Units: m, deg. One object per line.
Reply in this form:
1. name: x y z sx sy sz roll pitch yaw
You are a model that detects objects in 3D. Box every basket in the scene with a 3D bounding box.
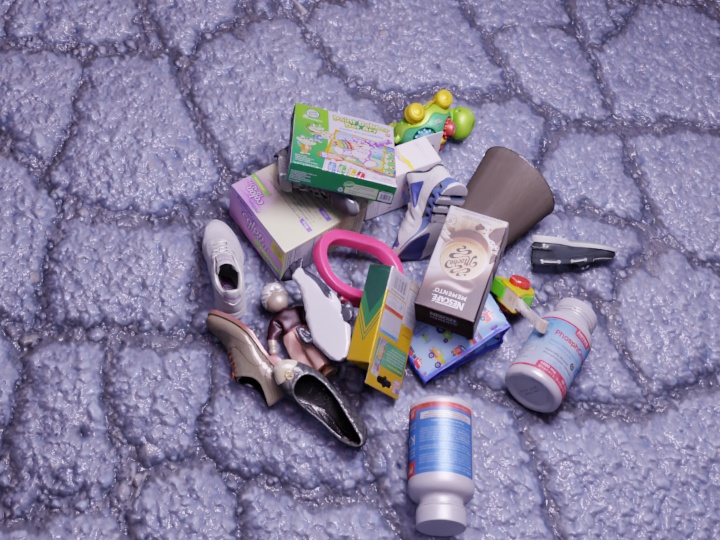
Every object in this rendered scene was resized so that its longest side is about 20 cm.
1. basket: 0.256 -0.114 1.724 0.180 0.136 0.200 45 63 1

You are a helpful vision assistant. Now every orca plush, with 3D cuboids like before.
1. orca plush: -0.071 0.081 1.544 0.105 0.071 0.200 -43 68 -7

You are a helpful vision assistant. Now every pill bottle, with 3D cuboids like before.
1. pill bottle: 0.131 0.318 1.438 0.109 0.113 0.204 8 56 -6
2. pill bottle: 0.349 0.147 1.590 0.108 0.109 0.201 33 58 11

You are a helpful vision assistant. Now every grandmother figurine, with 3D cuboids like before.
1. grandmother figurine: -0.113 0.107 1.557 0.120 0.061 0.202 -22 67 -32

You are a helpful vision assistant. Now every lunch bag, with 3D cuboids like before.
1. lunch bag: 0.146 0.101 1.601 0.197 0.095 0.152 -27 68 -14

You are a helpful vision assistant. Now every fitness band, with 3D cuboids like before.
1. fitness band: 0.000 0.000 1.613 0.197 0.037 0.146 14 51 -34

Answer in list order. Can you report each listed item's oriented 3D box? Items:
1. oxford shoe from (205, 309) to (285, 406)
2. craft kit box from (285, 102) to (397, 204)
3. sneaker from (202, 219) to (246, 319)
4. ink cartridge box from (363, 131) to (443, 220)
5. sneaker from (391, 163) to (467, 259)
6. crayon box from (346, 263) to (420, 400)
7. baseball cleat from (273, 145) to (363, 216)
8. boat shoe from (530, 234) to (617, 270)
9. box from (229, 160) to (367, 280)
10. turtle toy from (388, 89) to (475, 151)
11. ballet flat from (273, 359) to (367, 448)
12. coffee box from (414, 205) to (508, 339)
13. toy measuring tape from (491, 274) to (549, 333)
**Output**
1. oxford shoe: -0.201 0.147 1.507 0.199 0.071 0.075 39 64 15
2. craft kit box: -0.033 -0.214 1.602 0.195 0.049 0.200 12 37 -11
3. sneaker: -0.238 -0.017 1.584 0.073 0.100 0.203 -10 59 -14
4. ink cartridge box: 0.086 -0.187 1.738 0.197 0.118 0.068 -22 63 -18
5. sneaker: 0.121 -0.123 1.673 0.079 0.201 0.116 6 43 -34
6. crayon box: 0.040 0.107 1.521 0.051 0.125 0.204 4 72 32
7. baseball cleat: -0.087 -0.153 1.611 0.105 0.070 0.200 -30 58 -20
8. boat shoe: 0.418 -0.031 1.746 0.195 0.075 0.062 6 94 -18
9. box: -0.119 -0.113 1.670 0.198 0.097 0.177 -31 68 -27
10. turtle toy: 0.150 -0.296 1.823 0.197 0.145 0.103 -28 88 -24
11. ballet flat: -0.063 0.217 1.466 0.199 0.057 0.067 41 85 -3
12. coffee box: 0.178 0.003 1.553 0.111 0.080 0.203 17 67 13
13. toy measuring tape: 0.307 0.061 1.633 0.072 0.075 0.200 -13 29 -18
